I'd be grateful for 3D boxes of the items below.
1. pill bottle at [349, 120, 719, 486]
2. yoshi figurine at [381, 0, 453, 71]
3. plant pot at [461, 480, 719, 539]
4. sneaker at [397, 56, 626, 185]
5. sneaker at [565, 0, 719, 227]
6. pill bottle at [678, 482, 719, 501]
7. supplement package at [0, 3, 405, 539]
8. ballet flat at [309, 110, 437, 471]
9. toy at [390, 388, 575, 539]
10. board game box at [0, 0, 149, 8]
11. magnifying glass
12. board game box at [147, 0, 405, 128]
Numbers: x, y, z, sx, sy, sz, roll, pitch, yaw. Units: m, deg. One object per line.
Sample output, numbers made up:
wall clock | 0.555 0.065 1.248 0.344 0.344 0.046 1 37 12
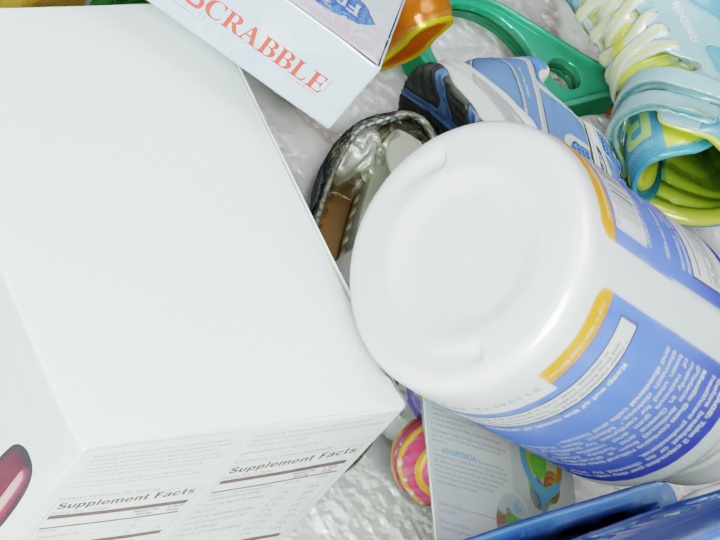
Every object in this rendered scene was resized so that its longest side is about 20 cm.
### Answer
pill bottle | 0.092 0.023 1.169 0.200 0.112 0.113 30 36 -51
yoshi figurine | -0.047 -0.178 1.372 0.201 0.112 0.112 62 0 4
plant pot | 0.118 0.180 1.080 0.199 0.179 0.201 -14 96 -42
sneaker | 0.101 -0.023 1.341 0.077 0.076 0.201 -20 71 -36
sneaker | 0.138 -0.107 1.412 0.200 0.080 0.131 44 42 4
pill bottle | 0.227 0.135 1.278 0.199 0.112 0.113 -9 61 -40
supplement package | -0.105 0.006 1.142 0.155 0.111 0.201 -6 59 -39
ballet flat | 0.000 0.000 1.257 0.072 0.072 0.201 28 44 -14
toy | 0.046 0.086 1.217 0.115 0.047 0.201 24 52 -53
board game box | -0.165 -0.174 1.257 0.200 0.040 0.153 37 39 23
magnifying glass | 0.107 -0.095 1.450 0.199 0.022 0.080 12 50 -30
board game box | -0.063 -0.177 1.210 0.200 0.041 0.200 35 34 -10
